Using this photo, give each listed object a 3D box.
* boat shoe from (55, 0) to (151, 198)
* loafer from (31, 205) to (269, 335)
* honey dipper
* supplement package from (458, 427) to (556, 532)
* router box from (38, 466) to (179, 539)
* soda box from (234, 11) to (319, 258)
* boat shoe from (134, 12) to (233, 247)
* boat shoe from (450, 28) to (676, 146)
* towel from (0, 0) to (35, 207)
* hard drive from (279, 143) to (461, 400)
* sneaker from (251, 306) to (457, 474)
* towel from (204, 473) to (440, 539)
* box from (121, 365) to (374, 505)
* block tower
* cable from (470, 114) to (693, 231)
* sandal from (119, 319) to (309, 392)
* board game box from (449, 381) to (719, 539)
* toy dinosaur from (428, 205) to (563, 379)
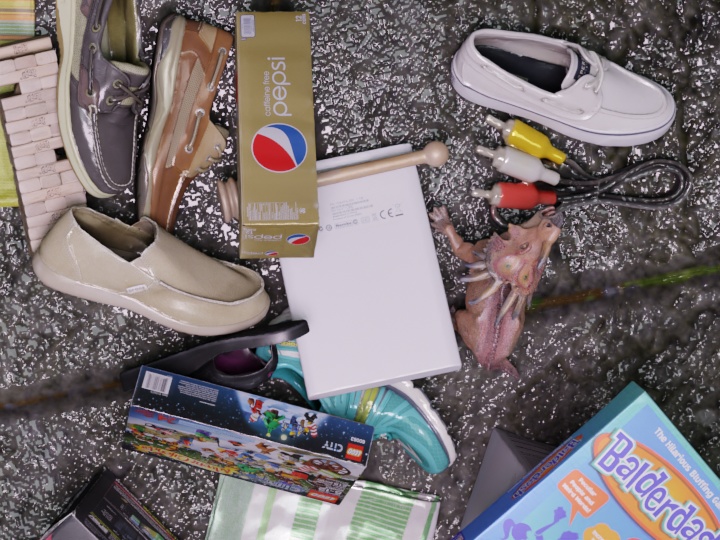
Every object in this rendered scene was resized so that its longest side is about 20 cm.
[{"bbox_3d":[-0.207,-0.162,1.552,0.066,0.072,0.201,-5,91,31],"label":"boat shoe"},{"bbox_3d":[-0.167,-0.002,1.550,0.200,0.076,0.068,12,123,-14],"label":"loafer"},{"bbox_3d":[-0.021,-0.078,1.598,0.200,0.038,0.038,-11,100,-7],"label":"honey dipper"},{"bbox_3d":[0.175,0.246,1.611,0.150,0.200,0.152,17,96,-8],"label":"supplement package"},{"bbox_3d":[-0.181,0.271,1.596,0.062,0.150,0.200,-44,93,9],"label":"router box"},{"bbox_3d":[-0.070,-0.112,1.553,0.064,0.068,0.200,0,66,-5],"label":"soda box"},{"bbox_3d":[-0.148,-0.114,1.591,0.074,0.076,0.200,8,99,-10],"label":"boat shoe"},{"bbox_3d":[0.179,-0.163,1.609,0.200,0.066,0.072,18,65,-3],"label":"boat shoe"},{"bbox_3d":[-0.317,-0.153,1.597,0.086,0.018,0.200,-1,99,-4],"label":"towel"},{"bbox_3d":[0.000,0.000,1.606,0.132,0.025,0.200,-11,75,-4],"label":"hard drive"},{"bbox_3d":[-0.007,0.116,1.630,0.200,0.078,0.080,36,65,-1],"label":"sneaker"},{"bbox_3d":[-0.040,0.252,1.683,0.200,0.023,0.153,11,98,-7],"label":"towel"},{"bbox_3d":[-0.098,0.142,1.593,0.200,0.137,0.038,15,67,-4],"label":"box"},{"bbox_3d":[-0.267,-0.093,1.584,0.058,0.054,0.200,-14,103,-13],"label":"block tower"},{"bbox_3d":[0.191,-0.070,1.639,0.200,0.050,0.097,11,92,-6],"label":"cable"},{"bbox_3d":[-0.116,0.081,1.588,0.200,0.075,0.048,-18,91,37],"label":"sandal"},{"bbox_3d":[0.191,0.210,1.483,0.200,0.045,0.152,-42,99,0],"label":"board game box"},{"bbox_3d":[0.115,0.027,1.595,0.086,0.136,0.200,-7,119,-10],"label":"toy dinosaur"}]
